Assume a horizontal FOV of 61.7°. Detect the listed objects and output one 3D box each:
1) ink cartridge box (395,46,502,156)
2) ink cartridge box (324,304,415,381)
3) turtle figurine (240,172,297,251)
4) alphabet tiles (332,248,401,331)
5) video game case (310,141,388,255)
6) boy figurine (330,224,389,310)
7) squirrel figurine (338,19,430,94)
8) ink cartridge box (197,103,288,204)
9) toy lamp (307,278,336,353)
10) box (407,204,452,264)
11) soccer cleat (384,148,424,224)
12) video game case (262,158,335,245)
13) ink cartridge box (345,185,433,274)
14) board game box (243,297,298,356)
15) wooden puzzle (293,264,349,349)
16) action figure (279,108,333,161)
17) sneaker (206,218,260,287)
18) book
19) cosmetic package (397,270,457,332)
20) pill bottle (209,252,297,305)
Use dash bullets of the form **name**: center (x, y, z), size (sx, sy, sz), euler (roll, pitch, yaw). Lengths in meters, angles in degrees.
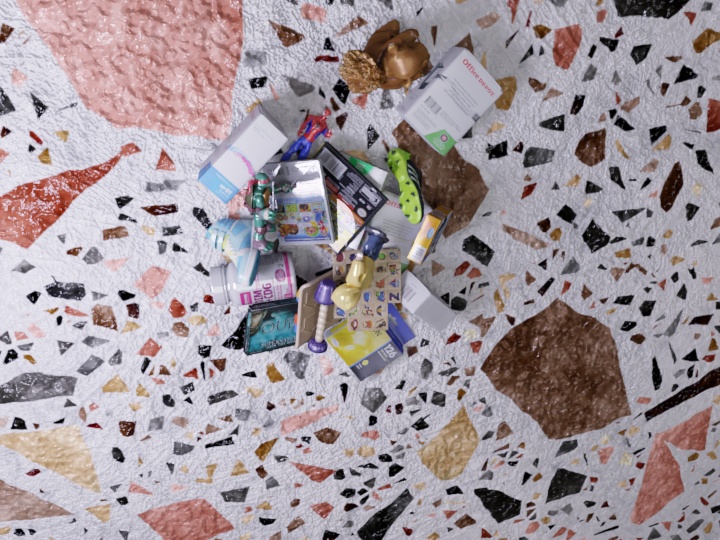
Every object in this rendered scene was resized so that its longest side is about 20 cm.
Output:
- **ink cartridge box**: center (0.206, -0.395, 1.403), size (0.146, 0.084, 0.200), euler (40, 100, -26)
- **ink cartridge box**: center (0.031, 0.186, 1.646), size (0.200, 0.047, 0.198), euler (-33, 123, 5)
- **turtle figurine**: center (-0.205, -0.147, 1.324), size (0.100, 0.150, 0.200), euler (20, 134, 5)
- **alphabet tiles**: center (0.017, 0.048, 1.470), size (0.167, 0.008, 0.201), euler (-2, 95, -4)
- **video game case**: center (-0.065, -0.168, 1.414), size (0.200, 0.026, 0.181), euler (43, 108, 2)
- **boy figurine**: center (0.000, 0.000, 1.402), size (0.064, 0.124, 0.200), euler (26, 84, 16)
- **squirrel figurine**: center (0.056, -0.435, 1.291), size (0.200, 0.187, 0.142), euler (-24, 118, -1)
- **ink cartridge box**: center (-0.257, -0.258, 1.321), size (0.200, 0.145, 0.085), euler (-45, 114, 9)
- **toy lamp**: center (-0.092, 0.109, 1.458), size (0.058, 0.058, 0.200), euler (4, 124, -15)
- **box**: center (0.176, -0.093, 1.479), size (0.041, 0.200, 0.119), euler (28, 110, 12)
- **soccer cleat**: center (0.120, -0.201, 1.423), size (0.081, 0.200, 0.067), euler (1, 154, -41)
- **video game case**: center (-0.141, -0.155, 1.394), size (0.143, 0.018, 0.200), euler (-1, 115, 19)
- **ink cartridge box**: center (0.071, -0.099, 1.507), size (0.145, 0.088, 0.200), euler (17, 111, -20)
- **board game box**: center (-0.199, 0.137, 1.540), size (0.200, 0.028, 0.136), euler (-10, 122, -35)
- **wooden puzzle**: center (-0.105, 0.081, 1.520), size (0.185, 0.046, 0.200), euler (-29, 139, -47)
- **action figure**: center (-0.128, -0.282, 1.370), size (0.065, 0.099, 0.200), euler (34, 100, -17)
- **sneaker**: center (-0.298, -0.045, 1.395), size (0.130, 0.200, 0.080), euler (7, 133, -8)
- **book**: center (-0.025, -0.167, 1.440), size (0.133, 0.048, 0.200), euler (25, 107, 15)
- **cosmetic package**: center (0.166, 0.082, 1.560), size (0.074, 0.102, 0.200), euler (-47, 147, 7)
- **pill bottle**: center (-0.260, 0.024, 1.470), size (0.199, 0.113, 0.114), euler (-9, 116, -9)
